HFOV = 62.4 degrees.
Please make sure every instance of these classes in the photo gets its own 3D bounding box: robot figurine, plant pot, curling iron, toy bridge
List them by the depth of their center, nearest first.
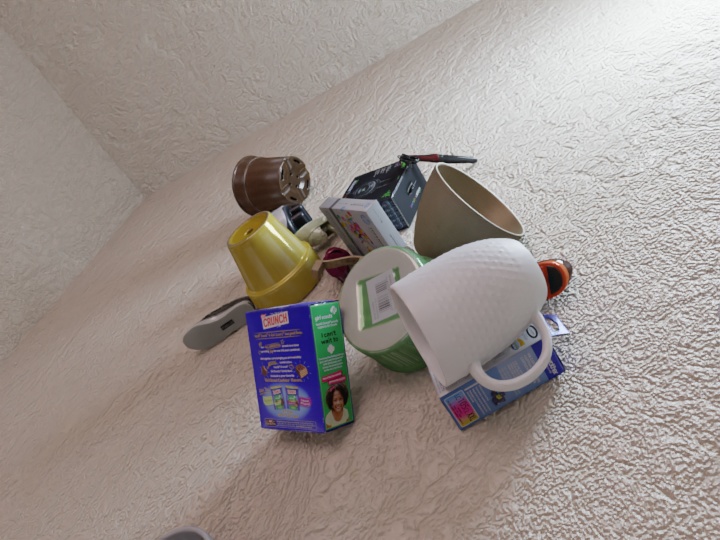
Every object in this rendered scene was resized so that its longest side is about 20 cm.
[{"bbox_3d":[0.000,0.000,1.228,0.196,0.028,0.068,8,44,18],"label":"toy bridge"},{"bbox_3d":[0.183,-0.259,1.411,0.196,0.026,0.050,-1,43,-11],"label":"curling iron"},{"bbox_3d":[-0.219,-0.029,1.441,0.198,0.190,0.202,-28,28,16],"label":"plant pot"},{"bbox_3d":[-0.224,-0.095,1.629,0.198,0.126,0.150,-31,-3,9],"label":"robot figurine"},{"bbox_3d":[-0.280,-0.284,1.939,0.195,0.202,0.202,0,42,36],"label":"plant pot"}]

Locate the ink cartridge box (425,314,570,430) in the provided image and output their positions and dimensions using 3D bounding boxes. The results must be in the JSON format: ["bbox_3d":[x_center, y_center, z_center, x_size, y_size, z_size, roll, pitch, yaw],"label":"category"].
[{"bbox_3d":[0.194,0.114,0.847,0.198,0.077,0.137,-33,28,9],"label":"ink cartridge box"}]

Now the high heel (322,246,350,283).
[{"bbox_3d":[-0.064,-0.035,1.366,0.067,0.096,0.200,-41,27,-1],"label":"high heel"}]

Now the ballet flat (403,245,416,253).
[{"bbox_3d":[0.079,0.058,1.071,0.071,0.071,0.204,-3,70,47],"label":"ballet flat"}]

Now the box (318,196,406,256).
[{"bbox_3d":[0.009,-0.087,1.300,0.041,0.157,0.199,-47,29,-19],"label":"box"}]

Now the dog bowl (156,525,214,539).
[{"bbox_3d":[-0.260,0.467,0.818,0.198,0.079,0.201,-28,27,16],"label":"dog bowl"}]

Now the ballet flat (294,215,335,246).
[{"bbox_3d":[-0.088,-0.109,1.546,0.199,0.070,0.069,-35,26,-15],"label":"ballet flat"}]

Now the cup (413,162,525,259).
[{"bbox_3d":[0.177,-0.075,1.080,0.144,0.198,0.201,-54,19,25],"label":"cup"}]

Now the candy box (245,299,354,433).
[{"bbox_3d":[-0.104,0.158,0.995,0.167,0.204,0.076,-9,0,42],"label":"candy box"}]

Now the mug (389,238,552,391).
[{"bbox_3d":[0.158,0.060,0.763,0.173,0.148,0.201,-30,58,-5],"label":"mug"}]

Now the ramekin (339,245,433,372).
[{"bbox_3d":[0.057,0.058,0.980,0.197,0.097,0.204,-16,63,33],"label":"ramekin"}]

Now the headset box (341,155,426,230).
[{"bbox_3d":[0.055,-0.171,1.449,0.197,0.093,0.175,-13,35,37],"label":"headset box"}]

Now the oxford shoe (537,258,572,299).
[{"bbox_3d":[0.246,0.031,0.953,0.198,0.072,0.072,-18,3,38],"label":"oxford shoe"}]

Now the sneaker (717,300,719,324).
[{"bbox_3d":[0.492,0.025,0.635,0.197,0.075,0.083,-24,27,22],"label":"sneaker"}]

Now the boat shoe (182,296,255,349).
[{"bbox_3d":[-0.349,0.130,1.482,0.197,0.071,0.064,-27,27,1],"label":"boat shoe"}]
